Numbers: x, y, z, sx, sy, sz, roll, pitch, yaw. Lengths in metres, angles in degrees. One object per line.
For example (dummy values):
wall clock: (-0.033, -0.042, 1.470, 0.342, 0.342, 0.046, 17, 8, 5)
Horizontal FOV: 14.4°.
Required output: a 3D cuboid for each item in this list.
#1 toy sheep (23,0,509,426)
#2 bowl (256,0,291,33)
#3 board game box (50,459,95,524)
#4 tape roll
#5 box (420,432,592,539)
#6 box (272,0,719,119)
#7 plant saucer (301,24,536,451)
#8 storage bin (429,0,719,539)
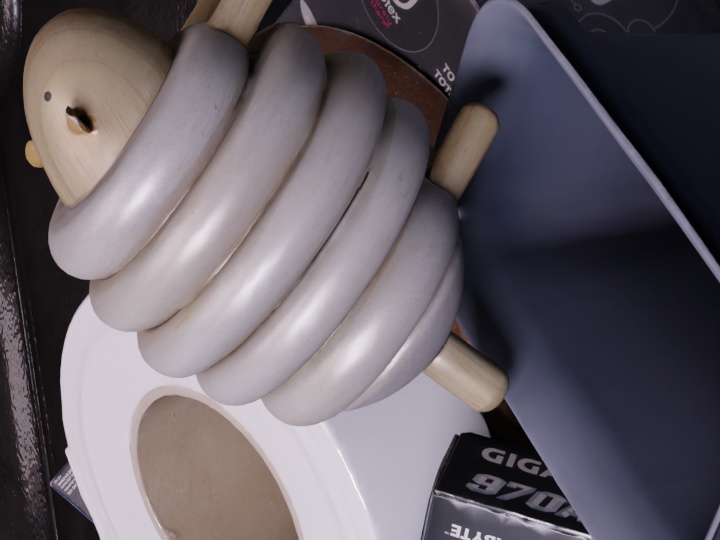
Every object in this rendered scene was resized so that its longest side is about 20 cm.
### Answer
toy sheep: (-0.027, -0.018, 0.948, 0.138, 0.199, 0.138, -53, 11, 15)
bowl: (-0.010, -0.080, 1.361, 0.200, 0.039, 0.202, 25, 119, 59)
board game box: (-0.012, 0.101, 1.270, 0.200, 0.062, 0.200, -48, 66, 21)
tape roll: (-0.035, 0.080, 1.154, 0.202, 0.071, 0.204, 31, 135, 36)
box: (0.110, 0.160, 1.039, 0.046, 0.199, 0.160, -60, -18, -58)
box: (0.042, -0.081, 1.156, 0.123, 0.106, 0.200, 56, 148, 7)
plant saucer: (0.000, 0.000, 1.148, 0.200, 0.034, 0.201, 35, 141, 34)
storage bin: (0.126, 0.009, 0.967, 0.200, 0.133, 0.146, 59, 145, 40)
